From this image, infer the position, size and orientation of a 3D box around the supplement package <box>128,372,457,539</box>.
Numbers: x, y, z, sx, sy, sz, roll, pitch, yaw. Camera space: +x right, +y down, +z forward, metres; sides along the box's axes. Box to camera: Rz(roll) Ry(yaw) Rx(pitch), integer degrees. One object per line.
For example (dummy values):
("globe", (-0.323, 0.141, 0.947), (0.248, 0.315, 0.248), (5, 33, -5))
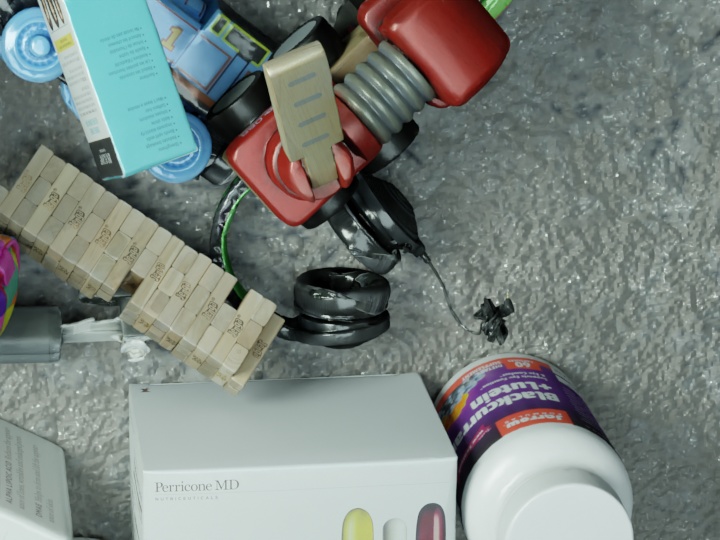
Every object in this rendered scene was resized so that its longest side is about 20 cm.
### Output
("supplement package", (-0.047, 0.146, 1.659), (0.200, 0.156, 0.111), (-3, 108, -8))

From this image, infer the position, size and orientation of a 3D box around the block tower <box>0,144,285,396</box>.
("block tower", (-0.144, -0.002, 1.617), (0.200, 0.054, 0.058), (33, 72, -4))

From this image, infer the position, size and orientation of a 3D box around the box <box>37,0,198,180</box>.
("box", (-0.156, -0.155, 1.499), (0.049, 0.082, 0.200), (-20, 96, -14))

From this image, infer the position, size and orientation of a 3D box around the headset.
("headset", (0.000, 0.000, 1.650), (0.200, 0.094, 0.124), (20, 105, -8))

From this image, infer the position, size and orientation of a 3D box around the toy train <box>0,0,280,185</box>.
("toy train", (-0.140, -0.139, 1.590), (0.200, 0.087, 0.114), (37, 91, -16))

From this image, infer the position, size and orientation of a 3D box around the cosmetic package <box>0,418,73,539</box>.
("cosmetic package", (-0.309, 0.167, 1.620), (0.200, 0.165, 0.165), (26, 102, -16))

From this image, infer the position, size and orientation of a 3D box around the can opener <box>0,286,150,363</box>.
("can opener", (-0.210, 0.031, 1.658), (0.200, 0.053, 0.067), (-6, 75, -9))

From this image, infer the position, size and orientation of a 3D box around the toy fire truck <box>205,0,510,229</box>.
("toy fire truck", (0.000, -0.110, 1.481), (0.176, 0.200, 0.129), (-42, 106, -2))

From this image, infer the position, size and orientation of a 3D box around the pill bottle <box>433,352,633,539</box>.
("pill bottle", (0.113, 0.137, 1.657), (0.111, 0.200, 0.112), (-3, 109, -8))

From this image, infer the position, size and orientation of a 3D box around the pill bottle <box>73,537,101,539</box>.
("pill bottle", (-0.180, 0.262, 1.654), (0.112, 0.200, 0.113), (-3, 109, -8))

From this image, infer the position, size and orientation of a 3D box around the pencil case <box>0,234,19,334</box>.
("pencil case", (-0.312, -0.007, 1.586), (0.200, 0.088, 0.088), (15, 106, -2))

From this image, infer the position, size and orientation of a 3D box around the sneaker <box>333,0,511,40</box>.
("sneaker", (0.009, -0.148, 1.619), (0.200, 0.077, 0.084), (-44, 102, -3))
